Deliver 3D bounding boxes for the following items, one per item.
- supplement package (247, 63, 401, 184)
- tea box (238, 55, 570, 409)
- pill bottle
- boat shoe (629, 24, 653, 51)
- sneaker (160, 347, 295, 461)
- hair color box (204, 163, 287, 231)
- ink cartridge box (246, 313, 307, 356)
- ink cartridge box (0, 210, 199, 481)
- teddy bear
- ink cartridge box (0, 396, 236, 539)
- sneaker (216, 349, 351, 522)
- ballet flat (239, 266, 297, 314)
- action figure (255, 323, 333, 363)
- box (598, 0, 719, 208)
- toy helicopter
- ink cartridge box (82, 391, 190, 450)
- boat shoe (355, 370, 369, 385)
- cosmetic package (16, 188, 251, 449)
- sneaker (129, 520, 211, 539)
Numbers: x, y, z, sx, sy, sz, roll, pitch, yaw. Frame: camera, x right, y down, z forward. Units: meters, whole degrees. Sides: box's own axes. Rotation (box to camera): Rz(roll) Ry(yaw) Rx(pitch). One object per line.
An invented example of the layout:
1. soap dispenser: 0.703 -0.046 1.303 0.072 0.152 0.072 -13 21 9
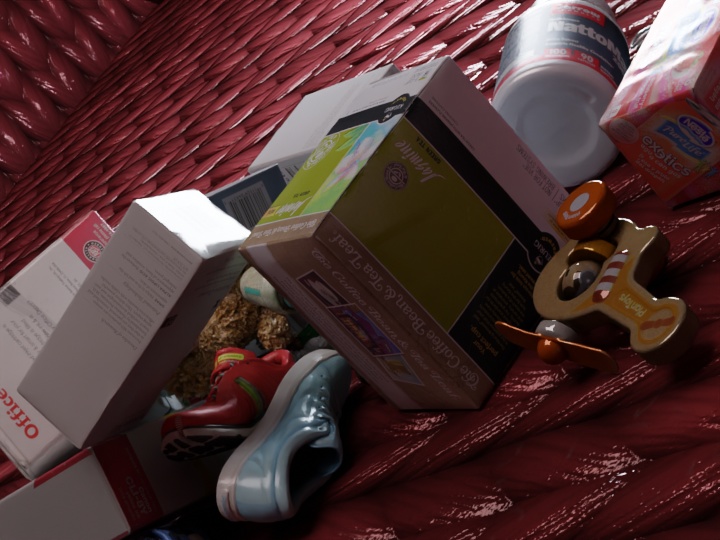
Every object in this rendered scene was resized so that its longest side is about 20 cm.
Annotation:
1. supplement package: -0.007 -0.123 1.771 0.122 0.120 0.199 -54 21 -22
2. tea box: 0.048 -0.025 1.327 0.197 0.200 0.133 -52 21 -24
3. pill bottle: 0.183 -0.174 1.483 0.119 0.120 0.201 -34 22 28
4. boat shoe: 0.259 -0.172 1.403 0.074 0.065 0.203 -28 25 40
5. sneaker: -0.116 0.112 1.438 0.077 0.086 0.200 -20 -4 29
6. hair color box: -0.153 -0.039 1.592 0.099 0.061 0.199 -28 7 -33
7. ink cartridge box: -0.111 0.016 1.749 0.199 0.088 0.146 -22 29 44
8. ink cartridge box: -0.265 0.071 1.483 0.200 0.146 0.085 -41 -14 -13
9. teddy bear: -0.126 0.040 1.565 0.199 0.067 0.145 -30 37 -1
10. ink cartridge box: -0.206 0.193 1.459 0.145 0.084 0.200 -32 -7 31
11. sneaker: -0.040 0.144 1.393 0.081 0.074 0.200 5 41 28
12. ballet flat: -0.034 -0.006 1.539 0.062 0.068 0.199 4 11 39
13. action figure: -0.076 0.091 1.580 0.199 0.055 0.118 -39 16 6
14. box: 0.282 -0.159 1.283 0.102 0.095 0.201 -21 30 50
15. toy helicopter: 0.173 0.025 1.161 0.132 0.079 0.200 -45 22 1
16. ink cartridge box: -0.250 0.111 1.620 0.083 0.147 0.200 -41 -14 0
17. boat shoe: 0.000 0.000 1.429 0.073 0.202 0.074 -5 -3 33
18. cosmetic package: -0.182 0.038 1.346 0.201 0.081 0.113 -57 -13 20
19. sneaker: -0.166 0.246 1.389 0.074 0.082 0.200 -47 13 -3
